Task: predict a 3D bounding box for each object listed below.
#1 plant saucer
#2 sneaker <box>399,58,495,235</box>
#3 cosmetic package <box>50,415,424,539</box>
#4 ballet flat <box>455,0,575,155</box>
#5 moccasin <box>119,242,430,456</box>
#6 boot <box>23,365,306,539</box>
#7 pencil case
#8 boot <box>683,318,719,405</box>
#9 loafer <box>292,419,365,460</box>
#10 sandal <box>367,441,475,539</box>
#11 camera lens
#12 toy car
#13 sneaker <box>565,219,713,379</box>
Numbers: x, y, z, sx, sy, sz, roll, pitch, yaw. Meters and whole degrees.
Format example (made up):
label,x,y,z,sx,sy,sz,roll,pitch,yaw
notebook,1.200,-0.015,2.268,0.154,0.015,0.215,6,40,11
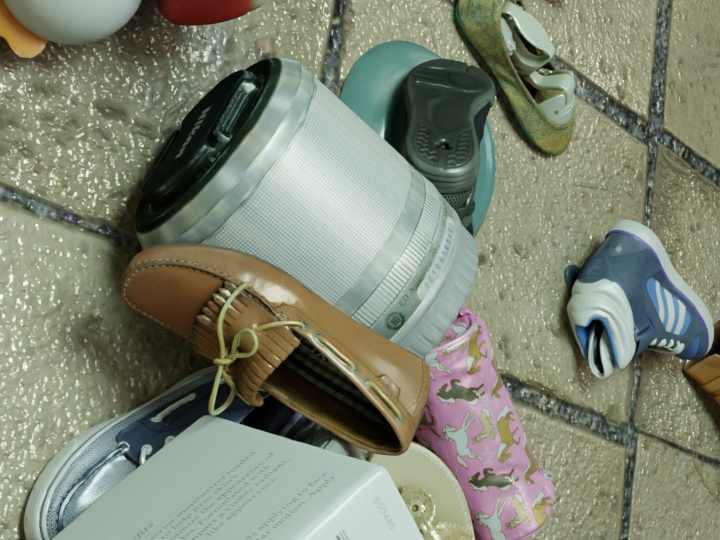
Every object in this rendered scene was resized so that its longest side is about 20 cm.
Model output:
label,x,y,z,sx,sy,sz,roll,pitch,yaw
plant saucer,0.059,-0.099,1.078,0.199,0.036,0.202,7,80,-47
sneaker,0.061,-0.089,1.007,0.200,0.075,0.115,-81,-178,-52
cosmetic package,-0.063,0.204,0.699,0.165,0.199,0.166,-38,112,-26
ballet flat,0.161,-0.185,1.176,0.200,0.070,0.071,51,52,-30
moccasin,-0.055,0.050,0.761,0.201,0.074,0.078,33,39,-9
boot,-0.120,0.119,0.818,0.200,0.090,0.073,-40,113,-42
pencil case,0.092,0.129,1.050,0.086,0.082,0.201,-41,113,-41
boot,0.422,0.149,1.397,0.154,0.201,0.077,27,20,-14
loafer,-0.026,0.138,0.860,0.072,0.200,0.063,-36,94,-2
sandal,0.069,0.236,1.003,0.077,0.070,0.213,-22,106,-12
camera lens,-0.038,-0.030,0.852,0.200,0.160,0.161,40,57,-21
toy car,-0.166,-0.218,0.791,0.199,0.184,0.178,-27,106,-16
sneaker,0.272,0.064,1.262,0.200,0.080,0.147,52,59,-33
